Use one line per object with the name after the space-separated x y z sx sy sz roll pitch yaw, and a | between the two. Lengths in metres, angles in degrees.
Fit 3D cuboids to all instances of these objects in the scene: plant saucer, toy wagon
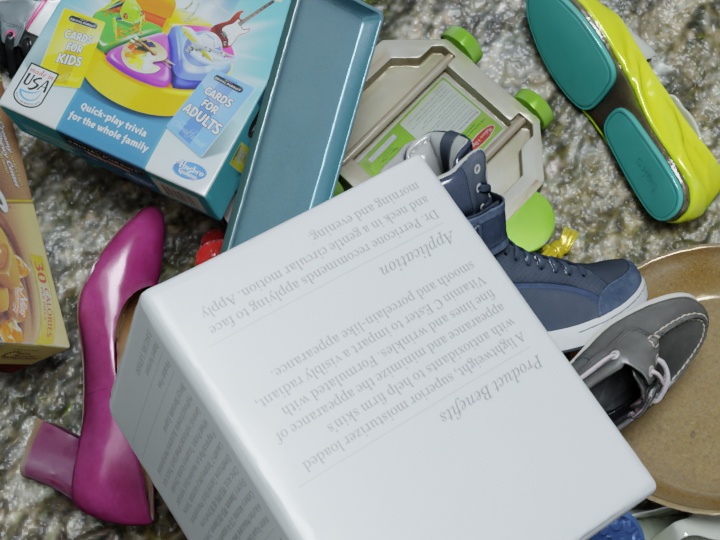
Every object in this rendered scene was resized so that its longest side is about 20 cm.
0.233 0.073 0.843 0.200 0.035 0.200 -9 53 12 | plant saucer
0.064 -0.071 0.909 0.200 0.040 0.155 43 78 9 | toy wagon
-0.040 -0.075 0.800 0.019 0.070 0.200 11 85 47 | plant saucer

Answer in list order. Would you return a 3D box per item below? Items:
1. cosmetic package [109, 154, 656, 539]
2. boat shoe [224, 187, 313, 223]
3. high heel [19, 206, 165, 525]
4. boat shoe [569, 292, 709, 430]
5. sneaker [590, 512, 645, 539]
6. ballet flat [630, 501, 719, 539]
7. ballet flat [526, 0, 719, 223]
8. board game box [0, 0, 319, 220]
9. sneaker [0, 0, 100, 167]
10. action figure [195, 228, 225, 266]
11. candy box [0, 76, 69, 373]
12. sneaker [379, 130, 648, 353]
0.000 0.087 0.651 0.165 0.165 0.200 -27 76 -26 | cosmetic package
0.000 0.000 0.856 0.200 0.072 0.066 45 108 7 | boat shoe
-0.142 0.062 0.851 0.096 0.067 0.200 20 89 14 | high heel
0.140 0.084 0.790 0.200 0.067 0.057 -28 38 -12 | boat shoe
0.081 0.204 0.756 0.200 0.078 0.070 -36 108 -29 | sneaker
0.182 0.176 0.825 0.200 0.069 0.070 -15 75 -5 | ballet flat
0.190 -0.125 0.921 0.067 0.067 0.200 -24 78 -30 | ballet flat
-0.112 -0.153 0.831 0.151 0.047 0.200 24 77 13 | board game box
-0.203 -0.131 0.901 0.200 0.084 0.121 -4 65 -3 | sneaker
-0.075 0.052 0.843 0.099 0.065 0.200 -58 41 23 | action figure
-0.257 -0.039 0.811 0.055 0.115 0.200 -23 75 20 | candy box
0.094 -0.020 0.810 0.202 0.077 0.146 -15 106 -28 | sneaker
